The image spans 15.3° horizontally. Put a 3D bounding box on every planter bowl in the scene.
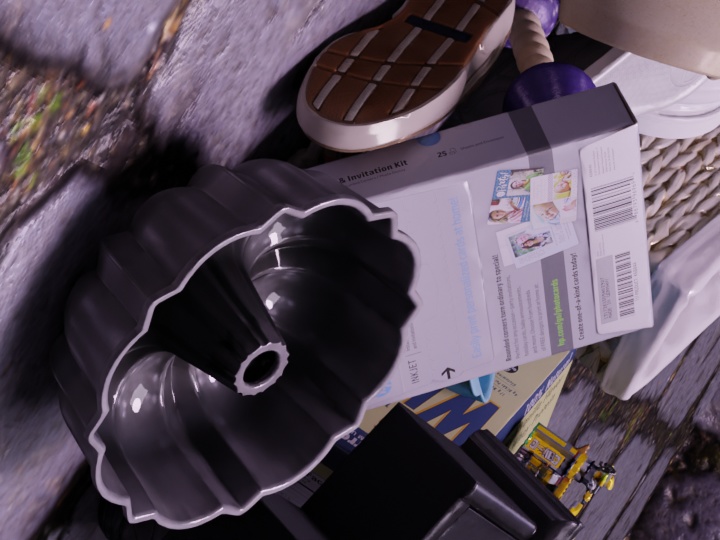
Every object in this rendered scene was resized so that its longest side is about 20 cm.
[{"bbox_3d":[0.187,-0.187,1.519,0.200,0.199,0.135,-16,124,-68],"label":"planter bowl"}]

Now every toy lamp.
[{"bbox_3d":[0.103,-0.115,1.536,0.200,0.058,0.058,-95,-153,-62],"label":"toy lamp"}]

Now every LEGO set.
[{"bbox_3d":[0.111,0.195,1.670,0.154,0.116,0.200,-58,172,14],"label":"LEGO set"}]

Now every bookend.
[{"bbox_3d":[-0.007,0.158,1.469,0.200,0.092,0.199,-47,145,2],"label":"bookend"}]

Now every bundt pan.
[{"bbox_3d":[-0.069,0.028,1.328,0.201,0.076,0.202,-27,140,-25],"label":"bundt pan"}]

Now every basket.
[{"bbox_3d":[0.210,-0.029,1.857,0.200,0.123,0.136,-39,162,-40],"label":"basket"}]

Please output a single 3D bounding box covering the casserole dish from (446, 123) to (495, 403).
[{"bbox_3d":[0.067,-0.009,1.706,0.121,0.039,0.201,74,20,-49],"label":"casserole dish"}]

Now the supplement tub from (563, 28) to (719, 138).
[{"bbox_3d":[0.215,-0.199,1.735,0.144,0.144,0.200,-42,159,-45],"label":"supplement tub"}]

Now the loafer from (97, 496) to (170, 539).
[{"bbox_3d":[-0.081,0.091,1.469,0.073,0.072,0.201,-10,133,-37],"label":"loafer"}]

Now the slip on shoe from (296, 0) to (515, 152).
[{"bbox_3d":[0.025,-0.104,1.463,0.200,0.076,0.061,-51,159,-52],"label":"slip on shoe"}]

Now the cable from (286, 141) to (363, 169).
[{"bbox_3d":[-0.051,-0.006,1.515,0.200,0.050,0.097,-54,-173,35],"label":"cable"}]

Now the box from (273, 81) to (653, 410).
[{"bbox_3d":[0.056,-0.007,1.450,0.199,0.041,0.156,-17,134,-6],"label":"box"}]

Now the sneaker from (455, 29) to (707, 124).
[{"bbox_3d":[0.141,-0.136,1.659,0.200,0.099,0.071,-32,137,-9],"label":"sneaker"}]

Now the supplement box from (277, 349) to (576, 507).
[{"bbox_3d":[0.022,0.128,1.785,0.200,0.134,0.200,-45,160,-41],"label":"supplement box"}]
